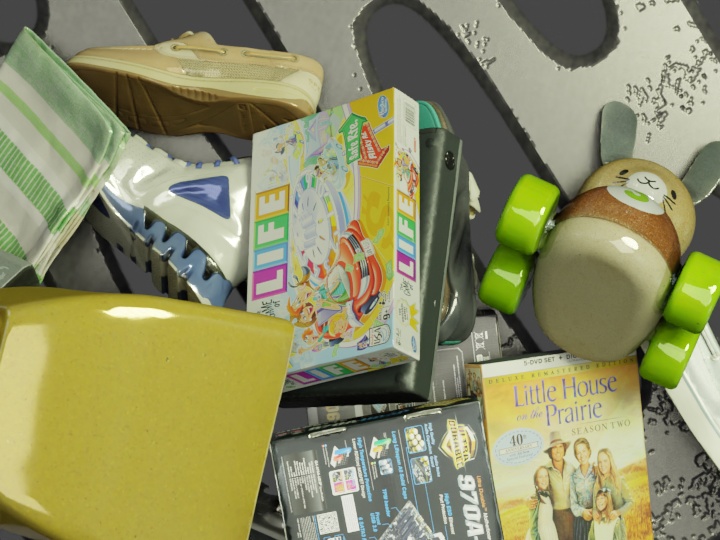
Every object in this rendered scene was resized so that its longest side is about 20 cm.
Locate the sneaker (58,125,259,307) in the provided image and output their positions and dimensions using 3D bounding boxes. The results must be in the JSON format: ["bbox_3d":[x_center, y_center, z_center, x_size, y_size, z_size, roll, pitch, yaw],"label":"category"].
[{"bbox_3d":[-0.139,-0.057,1.532,0.115,0.081,0.200,-36,73,-24],"label":"sneaker"}]

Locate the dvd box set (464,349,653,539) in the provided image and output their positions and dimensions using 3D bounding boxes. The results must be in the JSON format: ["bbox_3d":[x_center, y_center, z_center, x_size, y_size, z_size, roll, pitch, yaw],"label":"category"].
[{"bbox_3d":[0.156,0.161,1.526,0.145,0.029,0.202,-6,92,-28],"label":"dvd box set"}]

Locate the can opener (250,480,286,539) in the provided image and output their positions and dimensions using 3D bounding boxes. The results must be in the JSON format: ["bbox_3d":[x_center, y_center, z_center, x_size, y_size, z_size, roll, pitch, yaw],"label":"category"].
[{"bbox_3d":[-0.115,0.177,1.531,0.199,0.053,0.067,20,122,18],"label":"can opener"}]

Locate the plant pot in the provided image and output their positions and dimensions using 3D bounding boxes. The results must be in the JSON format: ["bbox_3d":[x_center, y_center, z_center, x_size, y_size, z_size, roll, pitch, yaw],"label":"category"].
[{"bbox_3d":[-0.196,0.101,1.377,0.199,0.195,0.196,18,82,-33],"label":"plant pot"}]

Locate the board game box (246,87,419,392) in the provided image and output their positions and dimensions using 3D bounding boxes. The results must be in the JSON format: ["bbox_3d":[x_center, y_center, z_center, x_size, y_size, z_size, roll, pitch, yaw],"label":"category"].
[{"bbox_3d":[-0.020,-0.020,1.446,0.134,0.034,0.201,-16,62,33],"label":"board game box"}]

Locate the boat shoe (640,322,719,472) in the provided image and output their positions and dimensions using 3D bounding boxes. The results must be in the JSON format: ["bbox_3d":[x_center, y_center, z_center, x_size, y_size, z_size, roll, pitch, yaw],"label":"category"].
[{"bbox_3d":[0.287,0.106,1.531,0.071,0.070,0.201,-33,88,7],"label":"boat shoe"}]

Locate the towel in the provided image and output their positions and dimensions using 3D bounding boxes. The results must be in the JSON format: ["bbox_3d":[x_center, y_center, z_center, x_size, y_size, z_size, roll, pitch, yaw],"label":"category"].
[{"bbox_3d":[-0.267,-0.063,1.509,0.153,0.023,0.201,43,106,32],"label":"towel"}]

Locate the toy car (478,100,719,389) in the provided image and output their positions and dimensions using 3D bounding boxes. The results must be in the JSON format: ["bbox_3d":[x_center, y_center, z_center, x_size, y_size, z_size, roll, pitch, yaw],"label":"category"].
[{"bbox_3d":[0.206,-0.043,1.491,0.163,0.158,0.201,25,57,9],"label":"toy car"}]

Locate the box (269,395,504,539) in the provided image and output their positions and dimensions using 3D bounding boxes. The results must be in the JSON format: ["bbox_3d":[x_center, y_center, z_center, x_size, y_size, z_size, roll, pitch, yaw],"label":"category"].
[{"bbox_3d":[0.026,0.204,1.457,0.158,0.046,0.202,-11,91,-3],"label":"box"}]

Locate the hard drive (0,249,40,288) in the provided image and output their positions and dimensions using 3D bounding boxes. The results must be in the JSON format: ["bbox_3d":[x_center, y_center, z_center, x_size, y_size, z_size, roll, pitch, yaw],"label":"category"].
[{"bbox_3d":[-0.351,0.016,1.472,0.199,0.033,0.140,22,54,34],"label":"hard drive"}]

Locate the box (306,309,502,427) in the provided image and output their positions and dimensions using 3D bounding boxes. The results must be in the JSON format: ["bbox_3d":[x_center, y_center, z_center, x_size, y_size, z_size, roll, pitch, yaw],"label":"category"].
[{"bbox_3d":[0.040,0.139,1.547,0.157,0.048,0.202,-7,92,2],"label":"box"}]

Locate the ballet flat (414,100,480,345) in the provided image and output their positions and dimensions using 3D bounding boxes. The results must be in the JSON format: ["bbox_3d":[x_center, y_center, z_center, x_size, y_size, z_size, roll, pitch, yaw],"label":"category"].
[{"bbox_3d":[0.060,-0.032,1.525,0.072,0.073,0.201,-2,64,1],"label":"ballet flat"}]

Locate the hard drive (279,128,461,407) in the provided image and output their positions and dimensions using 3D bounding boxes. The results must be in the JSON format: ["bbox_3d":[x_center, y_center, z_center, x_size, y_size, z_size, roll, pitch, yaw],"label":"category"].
[{"bbox_3d":[0.000,0.000,1.477,0.139,0.033,0.201,-5,68,36],"label":"hard drive"}]

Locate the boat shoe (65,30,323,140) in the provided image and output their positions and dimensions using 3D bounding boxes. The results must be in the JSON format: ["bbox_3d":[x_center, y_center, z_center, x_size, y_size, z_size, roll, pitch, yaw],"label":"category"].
[{"bbox_3d":[-0.128,-0.146,1.535,0.198,0.071,0.065,10,57,5],"label":"boat shoe"}]
